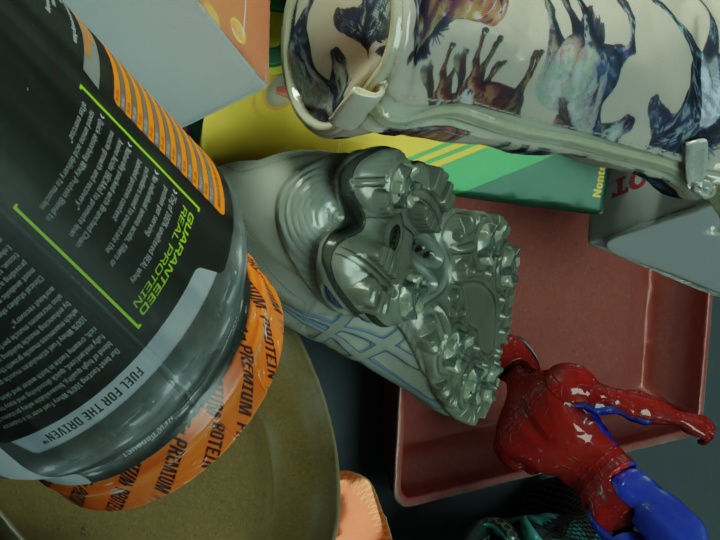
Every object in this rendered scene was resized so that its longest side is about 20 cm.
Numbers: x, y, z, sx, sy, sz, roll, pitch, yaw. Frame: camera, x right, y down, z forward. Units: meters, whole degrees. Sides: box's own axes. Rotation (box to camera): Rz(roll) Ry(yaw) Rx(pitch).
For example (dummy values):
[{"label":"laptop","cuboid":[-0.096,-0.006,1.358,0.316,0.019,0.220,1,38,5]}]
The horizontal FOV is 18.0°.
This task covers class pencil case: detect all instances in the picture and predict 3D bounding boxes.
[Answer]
[{"label":"pencil case","cuboid":[0.062,-0.073,0.807,0.199,0.090,0.078,7,137,-38]}]

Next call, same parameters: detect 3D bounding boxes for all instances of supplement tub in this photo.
[{"label":"supplement tub","cuboid":[-0.116,-0.021,0.666,0.123,0.122,0.200,-55,129,-16]}]

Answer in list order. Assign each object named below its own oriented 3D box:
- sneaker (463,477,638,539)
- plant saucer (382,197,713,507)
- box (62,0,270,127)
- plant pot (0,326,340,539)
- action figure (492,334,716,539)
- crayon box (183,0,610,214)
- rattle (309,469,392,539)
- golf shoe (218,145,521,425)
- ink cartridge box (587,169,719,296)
[{"label":"sneaker","cuboid":[0.079,0.131,0.973,0.077,0.200,0.091,-34,108,15]},{"label":"plant saucer","cuboid":[0.082,-0.011,1.016,0.199,0.037,0.201,-9,107,-39]},{"label":"box","cuboid":[-0.120,-0.143,0.719,0.200,0.097,0.125,50,26,-39]},{"label":"plant pot","cuboid":[-0.086,0.044,0.817,0.200,0.027,0.201,34,38,-32]},{"label":"action figure","cuboid":[0.128,0.101,0.956,0.099,0.200,0.065,-7,143,-52]},{"label":"crayon box","cuboid":[0.024,-0.132,0.879,0.172,0.058,0.201,6,97,-24]},{"label":"rattle","cuboid":[0.029,0.187,0.915,0.130,0.143,0.201,-26,142,-41]},{"label":"golf shoe","cuboid":[0.000,0.000,0.877,0.200,0.097,0.079,48,55,-60]},{"label":"ink cartridge box","cuboid":[0.177,-0.104,0.948,0.083,0.145,0.201,22,63,-33]}]
